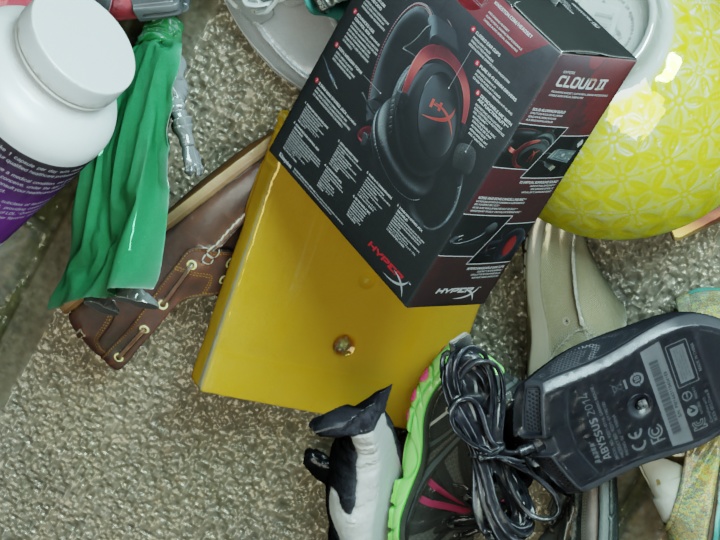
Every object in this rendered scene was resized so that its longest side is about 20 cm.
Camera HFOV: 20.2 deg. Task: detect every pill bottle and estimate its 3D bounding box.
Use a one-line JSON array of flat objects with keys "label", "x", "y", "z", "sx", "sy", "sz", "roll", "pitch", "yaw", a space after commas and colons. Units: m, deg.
[{"label": "pill bottle", "x": -0.230, "y": -0.089, "z": 1.274, "sx": 0.113, "sy": 0.113, "sz": 0.200, "roll": 47, "pitch": 125, "yaw": -9}]

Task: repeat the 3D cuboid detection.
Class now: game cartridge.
[{"label": "game cartridge", "x": 0.000, "y": 0.000, "z": 1.318, "sx": 0.175, "sy": 0.032, "sz": 0.201, "roll": 12, "pitch": 107, "yaw": -25}]

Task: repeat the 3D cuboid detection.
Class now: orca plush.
[{"label": "orca plush", "x": -0.016, "y": 0.143, "z": 1.350, "sx": 0.071, "sy": 0.200, "sz": 0.106, "roll": 21, "pitch": 67, "yaw": 22}]

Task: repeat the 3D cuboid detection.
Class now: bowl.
[{"label": "bowl", "x": 0.148, "y": -0.129, "z": 1.209, "sx": 0.198, "sy": 0.108, "sz": 0.202, "roll": -6, "pitch": 71, "yaw": 19}]

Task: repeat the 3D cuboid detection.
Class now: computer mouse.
[{"label": "computer mouse", "x": 0.151, "y": 0.080, "z": 1.281, "sx": 0.198, "sy": 0.053, "sz": 0.140, "roll": -18, "pitch": 106, "yaw": -5}]

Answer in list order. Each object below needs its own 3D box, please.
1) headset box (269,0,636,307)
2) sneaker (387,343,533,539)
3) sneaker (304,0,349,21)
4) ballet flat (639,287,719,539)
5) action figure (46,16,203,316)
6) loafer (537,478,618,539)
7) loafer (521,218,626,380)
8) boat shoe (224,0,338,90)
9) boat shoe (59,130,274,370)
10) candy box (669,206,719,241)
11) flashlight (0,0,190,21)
[{"label": "headset box", "x": 0.054, "y": -0.102, "z": 1.158, "sx": 0.149, "sy": 0.075, "sz": 0.201, "roll": 48, "pitch": 121, "yaw": 31}, {"label": "sneaker", "x": 0.070, "y": 0.145, "z": 1.341, "sx": 0.083, "sy": 0.077, "sz": 0.201, "roll": 21, "pitch": 127, "yaw": 23}, {"label": "sneaker", "x": -0.022, "y": -0.202, "z": 1.220, "sx": 0.199, "sy": 0.092, "sz": 0.077, "roll": 32, "pitch": 135, "yaw": -33}, {"label": "ballet flat", "x": 0.218, "y": 0.107, "z": 1.345, "sx": 0.070, "sy": 0.071, "sz": 0.202, "roll": 8, "pitch": 101, "yaw": 2}, {"label": "action figure", "x": -0.141, "y": -0.074, "z": 1.291, "sx": 0.118, "sy": 0.054, "sz": 0.202, "roll": -7, "pitch": 68, "yaw": 44}, {"label": "loafer", "x": 0.145, "y": 0.207, "z": 1.380, "sx": 0.062, "sy": 0.072, "sz": 0.202, "roll": 1, "pitch": 109, "yaw": 11}, {"label": "loafer", "x": 0.140, "y": 0.020, "z": 1.325, "sx": 0.068, "sy": 0.076, "sz": 0.202, "roll": -1, "pitch": 116, "yaw": 4}, {"label": "boat shoe", "x": -0.064, "y": -0.193, "z": 1.279, "sx": 0.072, "sy": 0.069, "sz": 0.201, "roll": -25, "pitch": 102, "yaw": 12}, {"label": "boat shoe", "x": -0.111, "y": -0.012, "z": 1.337, "sx": 0.200, "sy": 0.070, "sz": 0.070, "roll": -38, "pitch": 93, "yaw": 23}, {"label": "candy box", "x": 0.264, "y": -0.115, "z": 1.280, "sx": 0.199, "sy": 0.056, "sz": 0.117, "roll": -25, "pitch": 102, "yaw": 10}, {"label": "flashlight", "x": -0.211, "y": -0.184, "z": 1.296, "sx": 0.198, "sy": 0.068, "sz": 0.068, "roll": -5, "pitch": 105, "yaw": 6}]
